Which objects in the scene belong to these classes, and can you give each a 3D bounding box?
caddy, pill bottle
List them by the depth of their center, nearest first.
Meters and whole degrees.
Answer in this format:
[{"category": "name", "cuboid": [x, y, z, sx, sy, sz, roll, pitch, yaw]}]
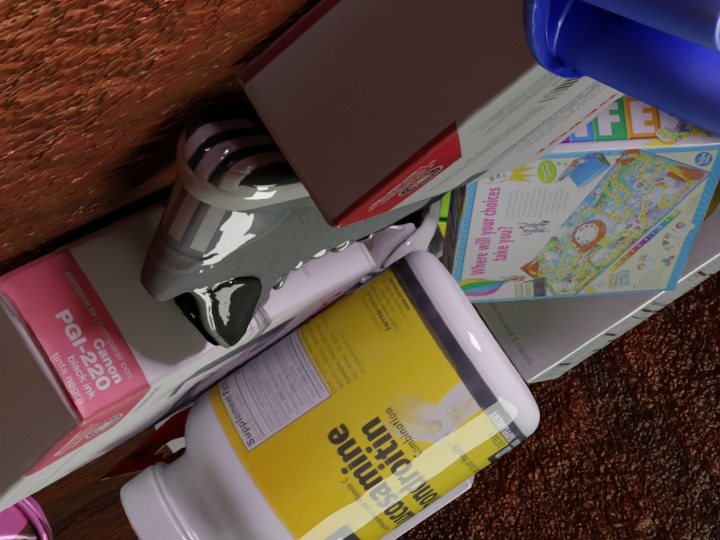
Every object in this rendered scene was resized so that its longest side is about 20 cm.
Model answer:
[{"category": "caddy", "cuboid": [0.138, -0.148, 0.883, 0.200, 0.105, 0.142, -51, 155, -14]}, {"category": "pill bottle", "cuboid": [-0.018, 0.087, 1.198, 0.200, 0.112, 0.112, -35, 173, 4]}]

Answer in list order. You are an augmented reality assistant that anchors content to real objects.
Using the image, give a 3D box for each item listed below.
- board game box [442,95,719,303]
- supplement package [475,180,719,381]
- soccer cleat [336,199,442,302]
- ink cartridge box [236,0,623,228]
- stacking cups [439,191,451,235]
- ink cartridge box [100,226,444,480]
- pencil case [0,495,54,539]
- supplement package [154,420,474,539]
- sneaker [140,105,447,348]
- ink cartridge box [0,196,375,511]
[{"category": "board game box", "cuboid": [0.116, -0.037, 1.271, 0.134, 0.034, 0.200, -3, 158, -3]}, {"category": "supplement package", "cuboid": [0.160, -0.045, 1.545, 0.200, 0.152, 0.151, -34, 172, 10]}, {"category": "soccer cleat", "cuboid": [0.000, 0.000, 1.263, 0.085, 0.068, 0.201, 75, 37, -83]}, {"category": "ink cartridge box", "cuboid": [0.063, -0.104, 1.041, 0.144, 0.084, 0.200, -38, 171, 30]}, {"category": "stacking cups", "cuboid": [0.063, -0.074, 1.373, 0.060, 0.061, 0.200, -29, 170, -27]}, {"category": "ink cartridge box", "cuboid": [-0.061, 0.038, 1.385, 0.200, 0.057, 0.162, -35, -172, -31]}, {"category": "pencil case", "cuboid": [-0.222, 0.139, 1.272, 0.093, 0.091, 0.200, -16, -175, -14]}, {"category": "supplement package", "cuboid": [-0.017, 0.092, 1.593, 0.150, 0.152, 0.200, -35, -172, 15]}, {"category": "sneaker", "cuboid": [-0.037, -0.020, 1.106, 0.200, 0.075, 0.116, -7, 132, -54]}, {"category": "ink cartridge box", "cuboid": [-0.111, 0.029, 1.181, 0.200, 0.085, 0.146, -30, 174, -38]}]
